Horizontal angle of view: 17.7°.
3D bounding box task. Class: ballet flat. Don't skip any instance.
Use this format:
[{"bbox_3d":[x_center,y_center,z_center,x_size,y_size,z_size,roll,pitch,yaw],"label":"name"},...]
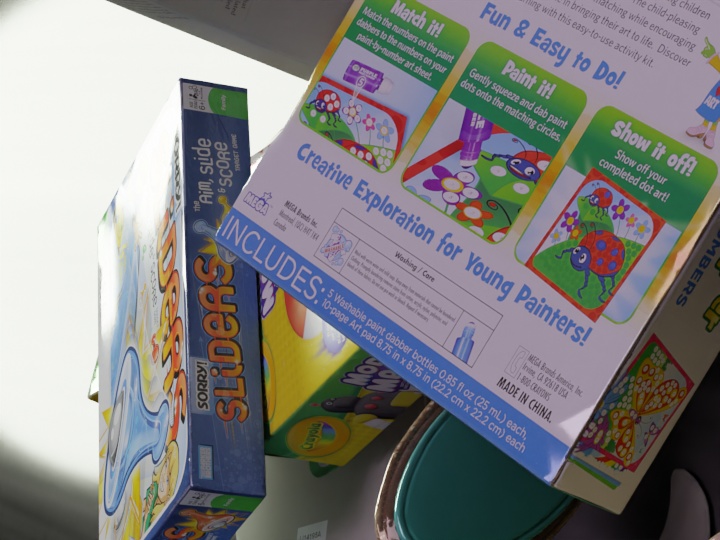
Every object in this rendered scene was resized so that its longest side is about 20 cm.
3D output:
[{"bbox_3d":[0.064,0.058,0.896,0.200,0.071,0.065,-44,0,-35],"label":"ballet flat"}]

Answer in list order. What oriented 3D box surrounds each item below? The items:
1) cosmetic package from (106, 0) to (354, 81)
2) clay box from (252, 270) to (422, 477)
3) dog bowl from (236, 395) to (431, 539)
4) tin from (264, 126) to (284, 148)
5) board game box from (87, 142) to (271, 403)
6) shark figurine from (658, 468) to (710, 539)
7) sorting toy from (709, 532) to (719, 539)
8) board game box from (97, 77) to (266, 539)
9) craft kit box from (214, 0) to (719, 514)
[{"bbox_3d":[-0.052,-0.146,1.100,0.108,0.200,0.085,20,91,55],"label":"cosmetic package"},{"bbox_3d":[0.000,0.000,0.940,0.200,0.048,0.115,134,140,-54],"label":"clay box"},{"bbox_3d":[0.002,0.089,1.028,0.200,0.059,0.200,-32,49,45],"label":"dog bowl"},{"bbox_3d":[-0.047,0.006,1.165,0.200,0.042,0.112,-52,33,26],"label":"tin"},{"bbox_3d":[-0.080,0.005,1.137,0.200,0.030,0.096,-32,40,56],"label":"board game box"},{"bbox_3d":[0.060,0.143,0.891,0.214,0.089,0.128,-30,48,42],"label":"shark figurine"},{"bbox_3d":[0.123,0.173,0.690,0.200,0.199,0.070,-54,52,23],"label":"sorting toy"},{"bbox_3d":[-0.083,0.034,1.030,0.135,0.034,0.200,127,145,-52],"label":"board game box"},{"bbox_3d":[0.063,-0.050,0.784,0.200,0.049,0.198,36,99,45],"label":"craft kit box"}]
